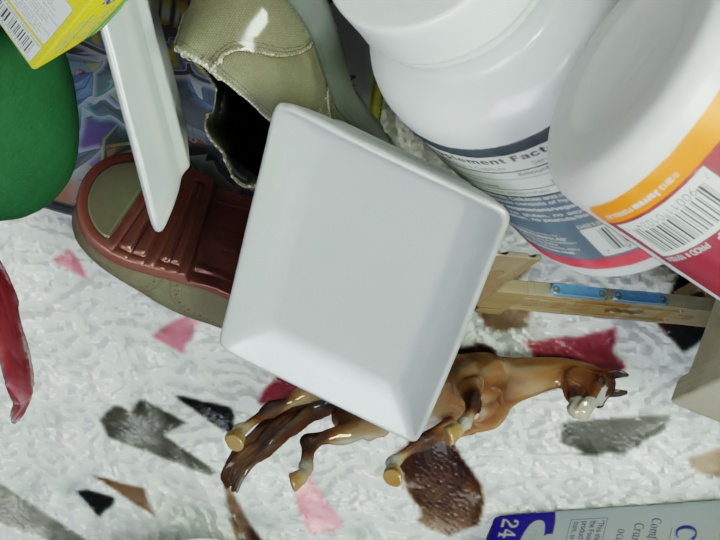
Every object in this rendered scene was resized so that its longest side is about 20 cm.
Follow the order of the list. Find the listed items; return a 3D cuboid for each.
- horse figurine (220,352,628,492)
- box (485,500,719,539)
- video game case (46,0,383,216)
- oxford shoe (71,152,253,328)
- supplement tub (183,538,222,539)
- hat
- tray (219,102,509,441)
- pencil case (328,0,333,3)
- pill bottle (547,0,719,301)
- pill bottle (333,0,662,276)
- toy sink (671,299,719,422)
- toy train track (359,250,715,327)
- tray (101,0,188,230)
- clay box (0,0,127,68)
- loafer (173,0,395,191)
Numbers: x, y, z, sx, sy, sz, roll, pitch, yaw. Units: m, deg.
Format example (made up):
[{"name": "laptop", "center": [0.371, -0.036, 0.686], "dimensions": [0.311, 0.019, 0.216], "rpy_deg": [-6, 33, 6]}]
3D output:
[{"name": "horse figurine", "center": [0.019, 0.071, 1.241], "dimensions": [0.199, 0.132, 0.050], "rpy_deg": [-7, 107, 35]}, {"name": "box", "center": [0.178, 0.225, 1.315], "dimensions": [0.199, 0.105, 0.185], "rpy_deg": [-7, 128, 25]}, {"name": "video game case", "center": [-0.087, -0.087, 1.189], "dimensions": [0.199, 0.026, 0.181], "rpy_deg": [15, 134, 7]}, {"name": "oxford shoe", "center": [-0.048, 0.002, 1.206], "dimensions": [0.199, 0.071, 0.075], "rpy_deg": [27, 162, -7]}, {"name": "supplement tub", "center": [-0.112, 0.260, 1.424], "dimensions": [0.144, 0.145, 0.200], "rpy_deg": [27, 134, -5]}, {"name": "hat", "center": [-0.144, -0.035, 1.116], "dimensions": [0.176, 0.166, 0.200], "rpy_deg": [47, 171, -16]}, {"name": "tray", "center": [0.000, 0.000, 1.078], "dimensions": [0.107, 0.022, 0.200], "rpy_deg": [25, 147, 5]}, {"name": "pencil case", "center": [-0.054, -0.206, 1.032], "dimensions": [0.200, 0.083, 0.086], "rpy_deg": [44, 137, -20]}, {"name": "pill bottle", "center": [0.178, -0.027, 0.923], "dimensions": [0.199, 0.113, 0.113], "rpy_deg": [33, 133, -18]}, {"name": "pill bottle", "center": [0.073, -0.090, 1.017], "dimensions": [0.119, 0.120, 0.200], "rpy_deg": [-11, 149, 28]}, {"name": "toy sink", "center": [0.226, 0.024, 1.092], "dimensions": [0.130, 0.113, 0.200], "rpy_deg": [20, 174, 4]}, {"name": "toy train track", "center": [0.086, 0.001, 1.158], "dimensions": [0.199, 0.033, 0.115], "rpy_deg": [6, 159, -23]}, {"name": "tray", "center": [-0.105, -0.127, 1.073], "dimensions": [0.022, 0.107, 0.201], "rpy_deg": [-13, 111, 0]}, {"name": "clay box", "center": [-0.106, -0.172, 0.931], "dimensions": [0.115, 0.048, 0.200], "rpy_deg": [54, 143, 1]}, {"name": "loafer", "center": [-0.037, -0.063, 1.095], "dimensions": [0.075, 0.070, 0.200], "rpy_deg": [31, 159, 37]}]
